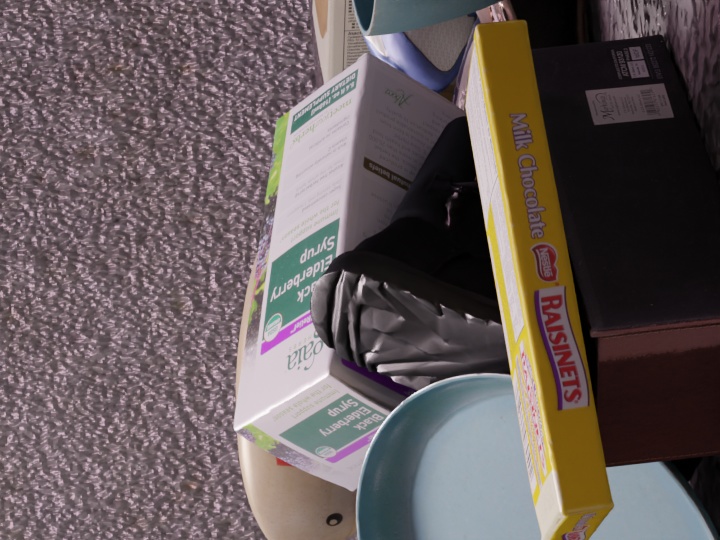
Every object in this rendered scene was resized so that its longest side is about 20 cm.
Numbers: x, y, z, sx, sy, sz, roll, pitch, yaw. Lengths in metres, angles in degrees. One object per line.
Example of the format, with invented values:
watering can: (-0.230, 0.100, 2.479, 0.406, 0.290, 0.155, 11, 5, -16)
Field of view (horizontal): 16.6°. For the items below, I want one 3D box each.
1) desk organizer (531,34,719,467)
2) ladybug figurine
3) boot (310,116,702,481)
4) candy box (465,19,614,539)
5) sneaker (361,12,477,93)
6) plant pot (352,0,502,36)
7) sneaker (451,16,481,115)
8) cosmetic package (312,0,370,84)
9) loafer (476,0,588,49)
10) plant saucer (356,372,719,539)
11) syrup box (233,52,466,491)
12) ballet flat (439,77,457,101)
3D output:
desk organizer: (0.115, -0.012, 1.060, 0.200, 0.071, 0.077, -100, 5, -51)
ladybug figurine: (-0.013, 0.054, 1.340, 0.136, 0.072, 0.201, 11, -100, -65)
boot: (0.096, 0.006, 1.167, 0.168, 0.200, 0.077, -48, -25, -46)
candy box: (0.071, 0.008, 1.011, 0.102, 0.026, 0.201, 100, 162, -76)
sneaker: (0.054, -0.196, 1.353, 0.088, 0.075, 0.201, 0, 82, 47)
plant pot: (0.061, -0.212, 1.120, 0.200, 0.134, 0.201, 175, 90, -85)
sneaker: (0.059, -0.054, 1.356, 0.085, 0.077, 0.201, 12, 94, 54)
cosmetic package: (0.025, -0.205, 1.509, 0.200, 0.105, 0.071, 95, 167, -53)
loafer: (0.093, -0.141, 1.287, 0.063, 0.072, 0.201, -12, 85, 64)
plant saucer: (0.086, 0.134, 1.109, 0.027, 0.200, 0.201, -32, -52, -46)
syrup box: (0.000, 0.000, 1.244, 0.079, 0.081, 0.200, -34, 38, 42)
ballet flat: (0.043, -0.112, 1.441, 0.200, 0.068, 0.063, -25, -60, -63)
